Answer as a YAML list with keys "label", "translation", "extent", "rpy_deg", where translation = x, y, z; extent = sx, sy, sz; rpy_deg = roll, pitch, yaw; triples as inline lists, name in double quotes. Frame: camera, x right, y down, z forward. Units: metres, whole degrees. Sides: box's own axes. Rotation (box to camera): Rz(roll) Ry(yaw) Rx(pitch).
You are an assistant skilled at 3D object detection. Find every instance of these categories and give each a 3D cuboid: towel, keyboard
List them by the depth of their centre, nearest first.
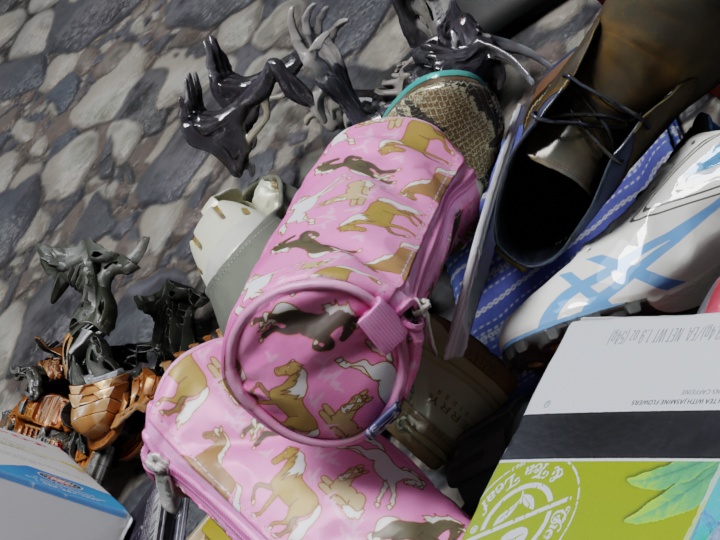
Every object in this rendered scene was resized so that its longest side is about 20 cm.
- label: "keyboard"
  translation: [0.059, -0.022, 1.287]
  extent: [0.200, 0.011, 0.057]
  rpy_deg: [-69, -12, -67]
- label: "towel"
  translation: [0.100, -0.023, 1.351]
  extent: [0.145, 0.024, 0.200]
  rpy_deg: [-39, 29, 17]

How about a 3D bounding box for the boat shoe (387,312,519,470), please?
- label: "boat shoe"
  translation: [0.002, 0.052, 1.329]
  extent: [0.063, 0.073, 0.200]
  rpy_deg: [-55, 20, -12]

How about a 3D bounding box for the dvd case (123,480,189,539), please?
- label: "dvd case"
  translation: [-0.127, 0.198, 1.294]
  extent: [0.200, 0.016, 0.149]
  rpy_deg: [126, 157, -45]

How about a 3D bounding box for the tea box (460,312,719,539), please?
- label: "tea box"
  translation: [0.141, 0.128, 0.987]
  extent: [0.199, 0.134, 0.197]
  rpy_deg: [-6, 49, 51]

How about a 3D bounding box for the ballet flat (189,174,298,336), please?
- label: "ballet flat"
  translation: [-0.060, -0.010, 1.438]
  extent: [0.067, 0.064, 0.200]
  rpy_deg: [-51, 2, 10]

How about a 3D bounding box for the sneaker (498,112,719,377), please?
- label: "sneaker"
  translation: [0.143, -0.020, 1.221]
  extent: [0.199, 0.072, 0.073]
  rpy_deg: [-34, 65, 9]

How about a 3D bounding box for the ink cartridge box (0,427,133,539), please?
- label: "ink cartridge box"
  translation: [-0.219, 0.148, 1.363]
  extent: [0.200, 0.146, 0.145]
  rpy_deg: [-161, 91, -75]

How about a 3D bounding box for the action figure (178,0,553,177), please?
- label: "action figure"
  translation: [-0.002, -0.116, 1.492]
  extent: [0.199, 0.103, 0.119]
  rpy_deg: [-12, 20, 24]

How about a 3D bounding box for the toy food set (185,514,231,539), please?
- label: "toy food set"
  translation: [-0.054, 0.142, 1.313]
  extent: [0.144, 0.060, 0.200]
  rpy_deg: [-49, 29, -4]

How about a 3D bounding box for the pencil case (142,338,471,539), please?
- label: "pencil case"
  translation: [-0.010, 0.111, 1.181]
  extent: [0.087, 0.083, 0.200]
  rpy_deg: [-48, 56, -4]

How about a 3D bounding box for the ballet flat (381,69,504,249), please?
- label: "ballet flat"
  translation: [0.026, -0.031, 1.381]
  extent: [0.200, 0.067, 0.076]
  rpy_deg: [133, 138, -66]

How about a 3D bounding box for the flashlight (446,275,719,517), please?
- label: "flashlight"
  translation: [0.126, 0.049, 1.186]
  extent: [0.200, 0.068, 0.068]
  rpy_deg: [-31, 69, 34]

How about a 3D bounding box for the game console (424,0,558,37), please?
- label: "game console"
  translation: [0.128, -0.227, 1.577]
  extent: [0.200, 0.116, 0.177]
  rpy_deg: [-33, 61, 26]

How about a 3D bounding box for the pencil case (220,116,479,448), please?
- label: "pencil case"
  translation: [0.000, 0.000, 1.202]
  extent: [0.200, 0.086, 0.083]
  rpy_deg: [-68, -3, -65]

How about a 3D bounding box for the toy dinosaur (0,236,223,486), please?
- label: "toy dinosaur"
  translation: [-0.129, 0.062, 1.518]
  extent: [0.199, 0.102, 0.137]
  rpy_deg: [-7, 60, 26]

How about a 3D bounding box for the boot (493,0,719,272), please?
- label: "boot"
  translation: [0.119, -0.076, 1.194]
  extent: [0.097, 0.074, 0.200]
  rpy_deg: [-63, 4, -37]

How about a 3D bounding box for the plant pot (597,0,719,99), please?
- label: "plant pot"
  translation: [0.173, -0.197, 1.316]
  extent: [0.200, 0.200, 0.176]
  rpy_deg: [-52, 16, -10]
